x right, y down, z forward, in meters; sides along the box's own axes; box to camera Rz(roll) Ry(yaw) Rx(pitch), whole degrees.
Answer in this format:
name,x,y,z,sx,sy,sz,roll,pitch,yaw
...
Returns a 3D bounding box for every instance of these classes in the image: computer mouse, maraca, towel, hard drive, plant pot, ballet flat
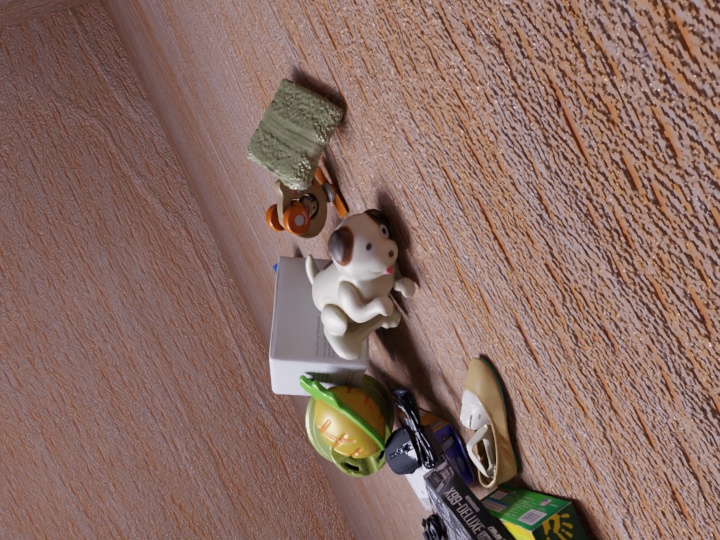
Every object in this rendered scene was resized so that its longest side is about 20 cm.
name,x,y,z,sx,sy,sz,roll,pitch,yaw
computer mouse,0.064,0.279,1.001,0.200,0.045,0.143,119,133,-66
maraca,-0.030,0.247,1.010,0.136,0.108,0.201,1,138,53
towel,-0.108,-0.218,0.932,0.036,0.150,0.199,21,-170,-41
hard drive,0.121,0.366,1.074,0.141,0.037,0.201,60,160,14
plant pot,-0.010,0.321,1.186,0.203,0.197,0.190,65,173,-3
computer mouse,0.146,0.451,0.849,0.200,0.043,0.112,-131,24,-61
ballet flat,0.173,0.220,0.819,0.068,0.062,0.203,22,134,63

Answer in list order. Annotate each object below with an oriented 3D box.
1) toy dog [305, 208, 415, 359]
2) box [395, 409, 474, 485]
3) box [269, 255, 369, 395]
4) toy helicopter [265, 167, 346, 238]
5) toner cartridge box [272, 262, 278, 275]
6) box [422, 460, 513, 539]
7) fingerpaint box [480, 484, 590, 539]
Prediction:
name,x,y,z,sx,sy,sz,roll,pitch,yaw
toy dog,0.000,0.000,0.917,0.194,0.138,0.202,49,145,26
box,0.139,0.328,1.093,0.121,0.041,0.200,66,164,-5
box,-0.076,0.110,1.084,0.200,0.167,0.204,103,169,-63
toy helicopter,-0.086,-0.157,1.000,0.078,0.130,0.205,12,103,52
toner cartridge box,-0.144,0.068,1.467,0.203,0.043,0.095,63,-168,4
box,0.172,0.405,0.856,0.200,0.049,0.160,42,153,56
fingerpaint box,0.254,0.399,0.809,0.169,0.072,0.200,63,164,7
